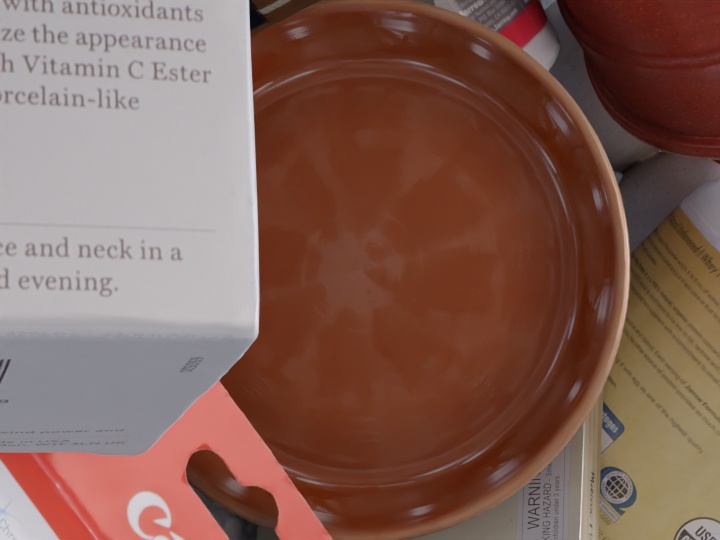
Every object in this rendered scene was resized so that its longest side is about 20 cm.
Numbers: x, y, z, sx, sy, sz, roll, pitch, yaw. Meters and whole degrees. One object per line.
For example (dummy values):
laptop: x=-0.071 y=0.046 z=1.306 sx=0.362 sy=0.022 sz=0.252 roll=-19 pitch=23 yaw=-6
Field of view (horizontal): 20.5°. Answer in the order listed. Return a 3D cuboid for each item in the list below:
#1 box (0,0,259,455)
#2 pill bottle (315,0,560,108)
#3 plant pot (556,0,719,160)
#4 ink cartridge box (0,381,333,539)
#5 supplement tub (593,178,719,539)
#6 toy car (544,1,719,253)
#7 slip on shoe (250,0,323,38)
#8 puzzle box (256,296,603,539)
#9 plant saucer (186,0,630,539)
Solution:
box: x=-0.143 y=-0.024 z=0.549 sx=0.198 sy=0.200 sz=0.131 roll=1 pitch=76 yaw=-14
pill bottle: x=-0.013 y=-0.146 z=0.797 sx=0.111 sy=0.111 sz=0.200 roll=-43 pitch=107 yaw=-40
plant pot: x=0.126 y=-0.179 z=0.757 sx=0.195 sy=0.200 sz=0.201 roll=43 pitch=53 yaw=-40
ink cartridge box: x=-0.090 y=0.135 z=0.656 sx=0.200 sy=0.057 sz=0.163 roll=-39 pitch=106 yaw=-15
supplement tub: x=0.149 y=0.055 z=0.806 sx=0.145 sy=0.200 sz=0.145 roll=42 pitch=11 yaw=-10
toy car: x=0.183 y=-0.079 z=0.916 sx=0.175 sy=0.150 sz=0.200 roll=-24 pitch=84 yaw=-42
slip on shoe: x=-0.072 y=-0.109 z=0.713 sx=0.061 sy=0.200 sz=0.076 roll=65 pitch=6 yaw=20
puzzle box: x=0.024 y=0.102 z=0.753 sx=0.025 sy=0.133 sz=0.201 roll=40 pitch=51 yaw=-60
plant saucer: x=0.000 y=0.000 z=0.739 sx=0.032 sy=0.200 sz=0.201 roll=30 pitch=50 yaw=-79
